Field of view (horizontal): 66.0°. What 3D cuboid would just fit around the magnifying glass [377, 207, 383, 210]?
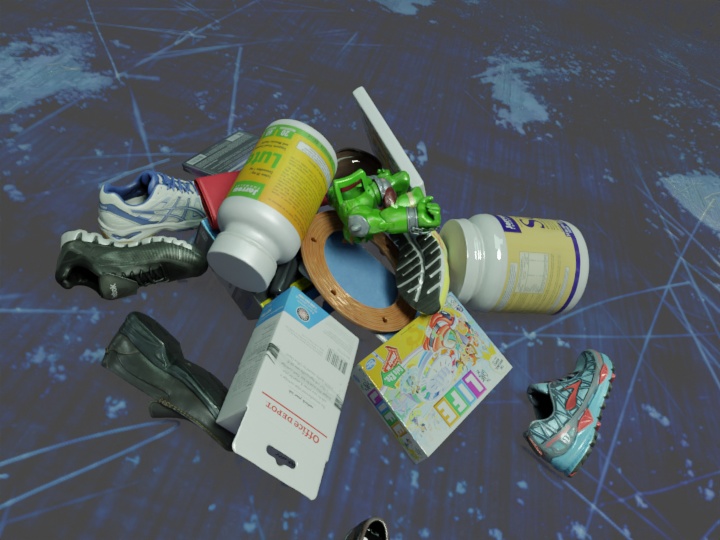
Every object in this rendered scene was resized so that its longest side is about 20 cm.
[{"bbox_3d":[-0.012,-0.065,0.914,0.079,0.023,0.198,41,48,22],"label":"magnifying glass"}]

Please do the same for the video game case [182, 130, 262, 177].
[{"bbox_3d":[-0.181,-0.181,0.931,0.197,0.019,0.143,22,46,27],"label":"video game case"}]

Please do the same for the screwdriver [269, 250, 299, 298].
[{"bbox_3d":[-0.085,-0.048,0.757,0.027,0.029,0.204,4,57,16],"label":"screwdriver"}]

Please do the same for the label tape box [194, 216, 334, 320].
[{"bbox_3d":[-0.117,-0.003,0.778,0.143,0.063,0.201,-31,79,-39],"label":"label tape box"}]

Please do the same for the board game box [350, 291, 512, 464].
[{"bbox_3d":[0.097,0.130,0.722,0.198,0.034,0.135,-32,77,-39],"label":"board game box"}]

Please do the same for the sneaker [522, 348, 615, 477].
[{"bbox_3d":[0.273,0.165,0.736,0.094,0.081,0.200,28,44,14],"label":"sneaker"}]

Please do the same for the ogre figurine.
[{"bbox_3d":[0.021,-0.094,0.765,0.117,0.100,0.202,-12,48,-13],"label":"ogre figurine"}]

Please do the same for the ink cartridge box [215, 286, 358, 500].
[{"bbox_3d":[-0.081,0.137,0.617,0.116,0.067,0.203,40,43,-24],"label":"ink cartridge box"}]

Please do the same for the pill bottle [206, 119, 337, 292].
[{"bbox_3d":[-0.112,-0.080,0.702,0.109,0.112,0.203,21,62,4],"label":"pill bottle"}]

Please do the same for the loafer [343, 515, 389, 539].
[{"bbox_3d":[-0.003,0.326,0.499,0.070,0.064,0.203,13,44,-4],"label":"loafer"}]

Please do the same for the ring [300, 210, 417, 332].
[{"bbox_3d":[0.000,0.000,0.773,0.197,0.019,0.204,26,42,-25],"label":"ring"}]

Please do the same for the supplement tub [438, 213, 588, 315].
[{"bbox_3d":[0.224,-0.008,0.842,0.194,0.147,0.148,3,45,-15],"label":"supplement tub"}]

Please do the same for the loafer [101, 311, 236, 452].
[{"bbox_3d":[-0.209,0.138,0.629,0.199,0.073,0.073,41,86,13],"label":"loafer"}]

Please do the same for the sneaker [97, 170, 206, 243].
[{"bbox_3d":[-0.285,-0.107,0.819,0.075,0.089,0.198,40,47,25],"label":"sneaker"}]

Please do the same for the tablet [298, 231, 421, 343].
[{"bbox_3d":[0.012,0.028,0.784,0.199,0.014,0.131,41,38,-6],"label":"tablet"}]

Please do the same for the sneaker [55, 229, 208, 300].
[{"bbox_3d":[-0.301,0.002,0.726,0.194,0.067,0.092,5,47,-7],"label":"sneaker"}]

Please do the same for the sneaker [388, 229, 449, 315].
[{"bbox_3d":[0.098,-0.010,0.794,0.090,0.077,0.203,41,29,-34],"label":"sneaker"}]

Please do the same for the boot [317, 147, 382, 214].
[{"bbox_3d":[-0.062,-0.132,0.931,0.181,0.065,0.202,5,40,6],"label":"boot"}]

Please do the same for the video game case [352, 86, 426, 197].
[{"bbox_3d":[0.056,-0.174,0.916,0.023,0.182,0.203,-29,69,1],"label":"video game case"}]

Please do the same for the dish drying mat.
[{"bbox_3d":[-0.131,-0.110,0.785,0.197,0.018,0.078,-18,74,-38],"label":"dish drying mat"}]
